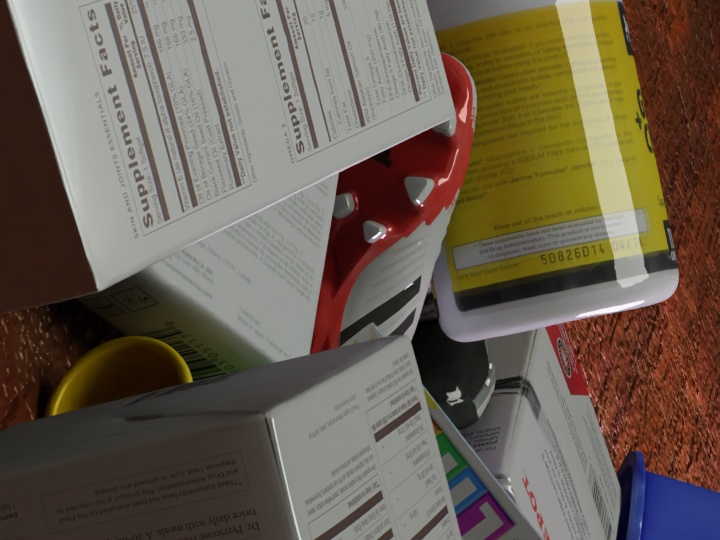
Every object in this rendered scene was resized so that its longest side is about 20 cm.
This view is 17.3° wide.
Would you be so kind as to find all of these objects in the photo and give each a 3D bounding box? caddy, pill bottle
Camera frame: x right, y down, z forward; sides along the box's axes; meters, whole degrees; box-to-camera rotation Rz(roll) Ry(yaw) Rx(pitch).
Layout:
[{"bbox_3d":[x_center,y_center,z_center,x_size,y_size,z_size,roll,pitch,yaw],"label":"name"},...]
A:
[{"bbox_3d":[0.162,0.207,1.369,0.141,0.104,0.201,94,7,-79],"label":"caddy"},{"bbox_3d":[0.071,-0.074,1.066,0.112,0.112,0.201,-6,84,-71],"label":"pill bottle"}]

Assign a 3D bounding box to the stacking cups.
[{"bbox_3d":[-0.054,0.097,0.931,0.200,0.060,0.061,54,28,-54],"label":"stacking cups"}]

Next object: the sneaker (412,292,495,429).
[{"bbox_3d":[0.032,-0.010,1.187,0.200,0.075,0.116,-87,179,-63],"label":"sneaker"}]

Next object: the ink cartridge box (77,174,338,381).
[{"bbox_3d":[-0.069,-0.071,0.926,0.162,0.057,0.201,40,44,-41],"label":"ink cartridge box"}]

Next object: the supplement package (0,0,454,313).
[{"bbox_3d":[-0.098,-0.080,0.709,0.200,0.151,0.151,-29,106,-56],"label":"supplement package"}]

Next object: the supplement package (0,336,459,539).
[{"bbox_3d":[-0.048,0.143,0.736,0.151,0.151,0.201,-24,100,-72],"label":"supplement package"}]

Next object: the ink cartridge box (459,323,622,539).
[{"bbox_3d":[0.072,0.121,1.238,0.200,0.083,0.145,-70,143,-61],"label":"ink cartridge box"}]

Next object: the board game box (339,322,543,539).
[{"bbox_3d":[0.048,0.109,0.995,0.135,0.034,0.200,52,-2,21],"label":"board game box"}]

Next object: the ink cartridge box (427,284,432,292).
[{"bbox_3d":[-0.018,-0.098,1.129,0.146,0.084,0.201,58,28,-42],"label":"ink cartridge box"}]

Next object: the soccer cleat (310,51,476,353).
[{"bbox_3d":[0.000,0.000,1.028,0.201,0.068,0.085,-68,160,4],"label":"soccer cleat"}]
